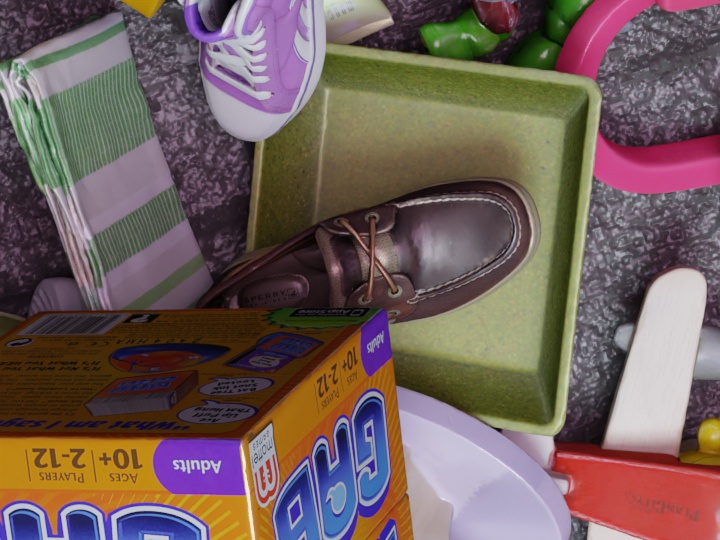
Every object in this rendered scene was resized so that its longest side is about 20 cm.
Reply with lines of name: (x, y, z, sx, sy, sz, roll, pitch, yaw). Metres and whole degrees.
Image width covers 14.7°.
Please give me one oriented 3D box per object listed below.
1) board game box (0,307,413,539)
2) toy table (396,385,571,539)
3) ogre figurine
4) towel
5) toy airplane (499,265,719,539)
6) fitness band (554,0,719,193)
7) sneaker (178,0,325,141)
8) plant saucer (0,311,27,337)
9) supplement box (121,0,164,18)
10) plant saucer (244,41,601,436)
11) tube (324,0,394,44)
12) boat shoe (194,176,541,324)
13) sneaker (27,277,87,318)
board game box: (-0.100, 0.142, 1.377, 0.200, 0.200, 0.200, -1, 106, 21)
toy table: (0.003, 0.146, 1.548, 0.200, 0.117, 0.184, 11, 129, 21)
ogre figurine: (0.079, -0.172, 1.574, 0.120, 0.098, 0.200, -24, 96, -1)
towel: (-0.128, -0.036, 1.528, 0.023, 0.153, 0.200, -17, 100, 21)
toy airplane: (0.169, 0.126, 1.621, 0.200, 0.141, 0.199, -37, 81, 22)
fitness band: (0.203, -0.115, 1.601, 0.200, 0.037, 0.144, -10, 128, -21)
sneaker: (-0.068, -0.133, 1.482, 0.073, 0.114, 0.201, 25, 134, 14)
plant saucer: (-0.193, 0.116, 1.545, 0.200, 0.031, 0.201, 6, 104, 25)
supplement box: (-0.157, -0.247, 1.473, 0.200, 0.109, 0.110, 31, 53, -1)
plant saucer: (0.037, -0.023, 1.572, 0.199, 0.048, 0.201, 9, 100, 20)
tube: (-0.054, -0.213, 1.568, 0.052, 0.058, 0.200, -40, 112, -45)
boat shoe: (0.000, 0.000, 1.523, 0.200, 0.072, 0.072, -14, 92, 22)
sneaker: (-0.136, 0.096, 1.587, 0.082, 0.074, 0.201, -15, 101, -31)
